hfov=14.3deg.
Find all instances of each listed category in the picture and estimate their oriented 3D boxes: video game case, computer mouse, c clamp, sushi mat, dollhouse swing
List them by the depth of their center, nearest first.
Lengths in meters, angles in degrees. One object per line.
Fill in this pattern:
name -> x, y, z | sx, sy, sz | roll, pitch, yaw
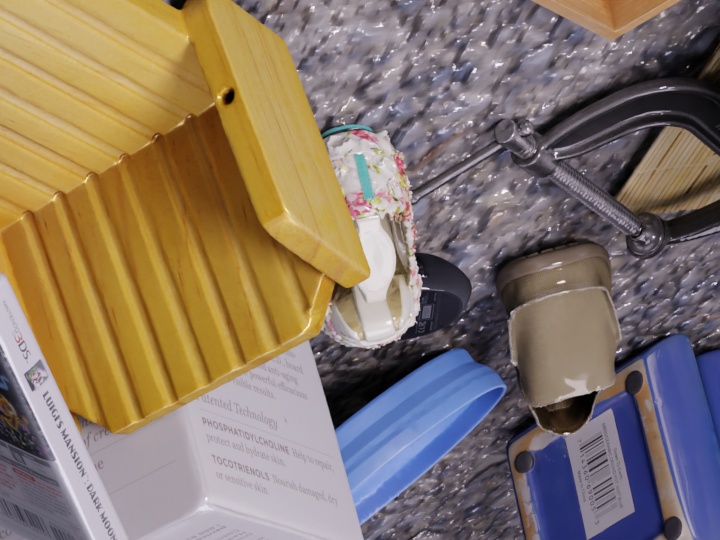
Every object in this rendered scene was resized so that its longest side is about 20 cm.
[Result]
dollhouse swing -> -0.140, -0.031, 1.345 | 0.200, 0.182, 0.176 | -27, 164, 24
video game case -> -0.207, 0.050, 1.382 | 0.023, 0.200, 0.182 | -43, 132, -27
c clamp -> 0.149, -0.054, 1.613 | 0.171, 0.027, 0.200 | -31, 143, 29
sushi mat -> 0.212, -0.084, 1.619 | 0.095, 0.012, 0.200 | -5, 153, -21
computer mouse -> -0.034, 0.017, 1.671 | 0.199, 0.034, 0.059 | -4, 145, -10

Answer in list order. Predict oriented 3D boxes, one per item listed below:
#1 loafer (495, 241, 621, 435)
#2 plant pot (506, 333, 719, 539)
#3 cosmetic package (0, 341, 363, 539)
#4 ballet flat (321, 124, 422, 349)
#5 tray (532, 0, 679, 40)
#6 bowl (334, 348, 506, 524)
loafer -> 0.128, 0.044, 1.774 | 0.076, 0.068, 0.200 | -17, 156, 1
plant pot -> 0.220, 0.163, 1.945 | 0.179, 0.201, 0.200 | 15, 142, -38
cosmetic package -> -0.126, 0.080, 1.528 | 0.167, 0.201, 0.166 | -27, 155, 22
ballet flat -> 0.000, 0.000, 1.568 | 0.075, 0.064, 0.200 | -16, 146, -3
tray -> 0.101, -0.171, 1.338 | 0.098, 0.037, 0.200 | -29, 152, 28
bowl -> 0.004, 0.122, 1.808 | 0.200, 0.039, 0.201 | -38, 171, -7
